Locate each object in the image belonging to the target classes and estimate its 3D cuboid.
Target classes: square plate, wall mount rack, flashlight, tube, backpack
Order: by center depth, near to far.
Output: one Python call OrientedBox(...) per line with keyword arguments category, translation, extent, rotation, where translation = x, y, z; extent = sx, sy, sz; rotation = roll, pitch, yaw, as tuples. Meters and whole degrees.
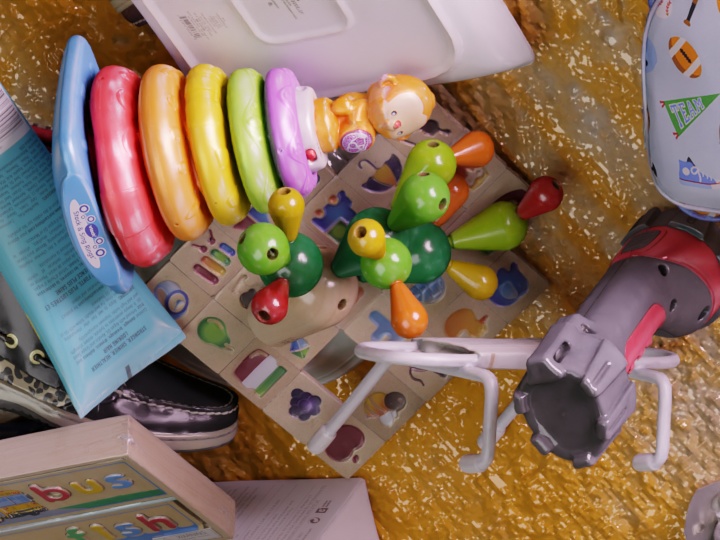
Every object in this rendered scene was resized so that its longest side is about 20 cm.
OrientedBox(category="backpack", translation=(0.220, -0.118, 1.421), extent=(0.199, 0.154, 0.192), rotation=(1, 105, 28))
OrientedBox(category="flashlight", translation=(0.138, 0.034, 1.500), extent=(0.067, 0.200, 0.068), rotation=(25, 125, 10))
OrientedBox(category="square plate", translation=(-0.036, -0.147, 1.514), extent=(0.197, 0.029, 0.200), rotation=(-9, 139, 26))
OrientedBox(category="tube", translation=(-0.174, -0.024, 1.573), extent=(0.201, 0.077, 0.050), rotation=(58, 159, -13))
OrientedBox(category="wall mount rack", translation=(0.068, 0.072, 1.578), extent=(0.173, 0.199, 0.075), rotation=(8, 95, 58))

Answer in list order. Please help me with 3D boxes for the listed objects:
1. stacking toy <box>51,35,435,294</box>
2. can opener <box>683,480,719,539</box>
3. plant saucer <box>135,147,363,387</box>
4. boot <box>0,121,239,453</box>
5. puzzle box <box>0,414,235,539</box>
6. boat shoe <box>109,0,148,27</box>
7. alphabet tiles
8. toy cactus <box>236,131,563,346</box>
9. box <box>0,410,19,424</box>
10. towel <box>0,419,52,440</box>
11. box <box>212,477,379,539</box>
OrientedBox(category="stacking toy", translation=(-0.058, -0.068, 1.536), extent=(0.199, 0.110, 0.116), rotation=(-10, 132, 7))
OrientedBox(category="can opener", translation=(0.265, 0.120, 1.586), extent=(0.199, 0.054, 0.067), rotation=(-24, 135, 32))
OrientedBox(category="plant saucer", translation=(-0.075, -0.011, 1.669), extent=(0.199, 0.050, 0.201), rotation=(11, 120, 21))
OrientedBox(category="boot", translation=(-0.151, 0.010, 1.638), extent=(0.202, 0.074, 0.155), rotation=(16, 106, -4))
OrientedBox(category="puzzle box", translation=(-0.187, 0.135, 1.667), extent=(0.199, 0.026, 0.133), rotation=(-12, 149, 22))
OrientedBox(category="boat shoe", translation=(-0.043, -0.159, 1.568), extent=(0.199, 0.072, 0.072), rotation=(-19, 105, 25))
OrientedBox(category="alphabet tiles", translation=(0.000, 0.000, 1.611), extent=(0.167, 0.008, 0.200), rotation=(40, 107, -18))
OrientedBox(category="toy cactus", translation=(0.003, 0.001, 1.546), extent=(0.165, 0.199, 0.103), rotation=(-36, 79, 45))
OrientedBox(category="box", translation=(-0.265, 0.074, 1.777), extent=(0.200, 0.095, 0.078), rotation=(-30, 99, 32))
OrientedBox(category="towel", translation=(-0.249, 0.137, 1.774), extent=(0.200, 0.147, 0.024), rotation=(-30, 75, 32))
OrientedBox(category="box", translation=(-0.088, 0.203, 1.757), extent=(0.199, 0.098, 0.125), rotation=(-3, 114, 26))
